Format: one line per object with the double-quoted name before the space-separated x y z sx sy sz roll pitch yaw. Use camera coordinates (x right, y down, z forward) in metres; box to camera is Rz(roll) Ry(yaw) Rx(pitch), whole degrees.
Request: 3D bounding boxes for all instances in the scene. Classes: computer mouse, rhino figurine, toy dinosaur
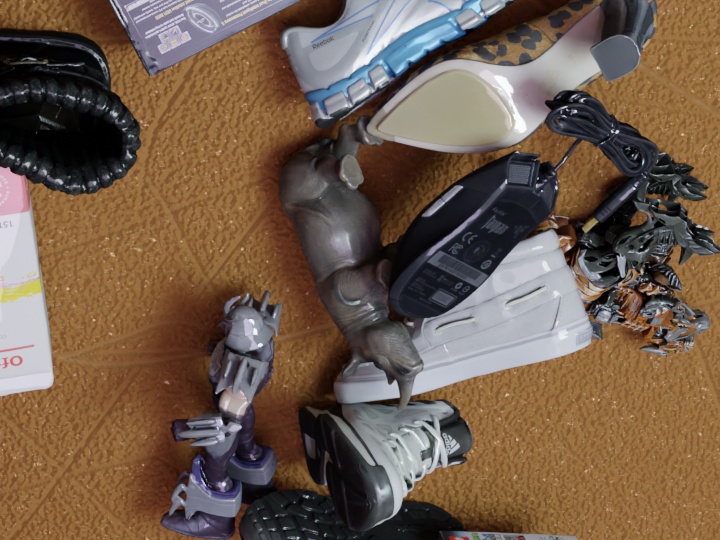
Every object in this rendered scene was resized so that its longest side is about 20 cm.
"computer mouse" 0.106 -0.043 1.438 0.200 0.046 0.140 -48 144 20
"rhino figurine" 0.000 0.000 1.479 0.060 0.087 0.201 -20 93 -43
"toy dinosaur" 0.184 -0.011 1.535 0.200 0.102 0.136 22 126 -42

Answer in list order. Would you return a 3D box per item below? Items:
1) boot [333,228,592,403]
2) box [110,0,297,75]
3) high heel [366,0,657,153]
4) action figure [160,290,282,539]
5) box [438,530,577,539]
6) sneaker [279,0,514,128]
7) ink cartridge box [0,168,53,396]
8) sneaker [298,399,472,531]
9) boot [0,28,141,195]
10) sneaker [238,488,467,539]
"boot" 0.063 0.030 1.530 0.199 0.074 0.096 -16 93 20
"box" -0.085 -0.243 1.378 0.199 0.044 0.161 -27 108 2
"high heel" 0.106 -0.139 1.461 0.199 0.143 0.072 -16 108 19
"action figure" -0.093 0.098 1.507 0.069 0.130 0.201 17 128 12
"box" 0.095 0.290 1.607 0.110 0.035 0.201 5 115 -16
"sneaker" 0.034 -0.183 1.438 0.200 0.075 0.087 -33 90 -7
"ink cartridge box" -0.274 0.012 1.461 0.116 0.068 0.201 -9 115 -7
"sneaker" 0.029 0.122 1.505 0.115 0.200 0.076 -11 100 -10
"boot" -0.250 -0.102 1.364 0.210 0.158 0.080 -7 115 -8
"sneaker" -0.011 0.222 1.583 0.199 0.076 0.088 11 119 -36
